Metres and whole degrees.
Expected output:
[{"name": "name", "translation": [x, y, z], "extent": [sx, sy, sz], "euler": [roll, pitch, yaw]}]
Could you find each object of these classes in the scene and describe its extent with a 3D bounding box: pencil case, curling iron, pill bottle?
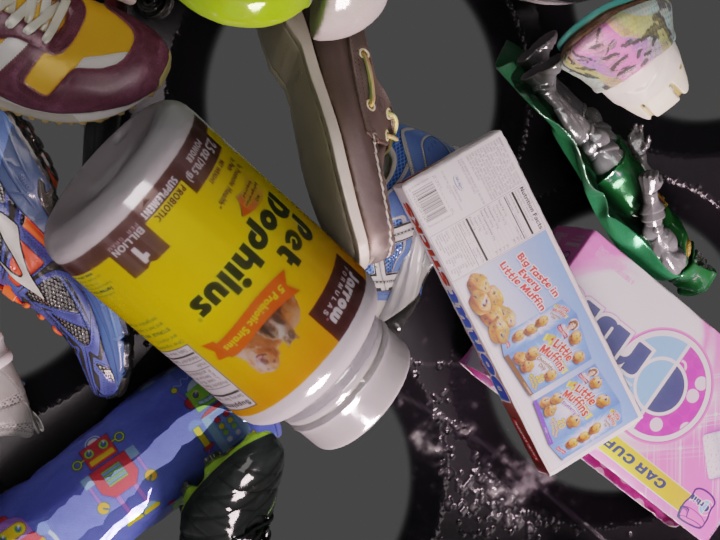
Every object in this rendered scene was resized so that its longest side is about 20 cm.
[{"name": "pencil case", "translation": [-0.143, 0.124, 0.950], "extent": [0.200, 0.087, 0.078], "euler": [-37, 77, -10]}, {"name": "curling iron", "translation": [-0.140, -0.105, 0.920], "extent": [0.026, 0.049, 0.201], "euler": [37, 58, -53]}, {"name": "pill bottle", "translation": [-0.067, 0.009, 0.870], "extent": [0.200, 0.109, 0.109], "euler": [42, 84, -21]}]

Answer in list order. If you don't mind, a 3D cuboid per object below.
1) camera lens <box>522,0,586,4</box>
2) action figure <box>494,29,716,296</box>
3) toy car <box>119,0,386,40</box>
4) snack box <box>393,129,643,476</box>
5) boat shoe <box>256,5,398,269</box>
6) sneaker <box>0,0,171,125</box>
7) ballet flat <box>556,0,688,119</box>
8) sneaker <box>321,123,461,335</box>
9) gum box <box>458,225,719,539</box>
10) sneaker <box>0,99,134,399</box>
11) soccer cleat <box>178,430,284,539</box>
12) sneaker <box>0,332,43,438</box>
[{"name": "camera lens", "translation": [0.131, -0.239, 0.923], "extent": [0.159, 0.200, 0.161], "euler": [-1, 95, -14]}, {"name": "action figure", "translation": [0.165, -0.058, 1.007], "extent": [0.055, 0.118, 0.200], "euler": [-32, 114, 17]}, {"name": "toy car", "translation": [-0.058, -0.232, 0.876], "extent": [0.174, 0.150, 0.201], "euler": [11, 54, -11]}, {"name": "snack box", "translation": [0.097, 0.020, 0.961], "extent": [0.072, 0.024, 0.201], "euler": [-29, 99, -13]}, {"name": "boat shoe", "translation": [-0.010, -0.096, 0.943], "extent": [0.059, 0.072, 0.201], "euler": [-11, 70, -20]}, {"name": "sneaker", "translation": [-0.202, -0.142, 0.869], "extent": [0.199, 0.090, 0.075], "euler": [12, 58, 5]}, {"name": "ballet flat", "translation": [0.164, -0.127, 0.949], "extent": [0.069, 0.200, 0.071], "euler": [-30, 92, 16]}, {"name": "sneaker", "translation": [0.000, 0.000, 0.984], "extent": [0.077, 0.076, 0.200], "euler": [33, 77, -9]}, {"name": "gum box", "translation": [0.180, 0.076, 1.034], "extent": [0.200, 0.066, 0.114], "euler": [38, 84, -14]}, {"name": "sneaker", "translation": [-0.196, -0.010, 0.935], "extent": [0.078, 0.075, 0.201], "euler": [-30, 94, -1]}, {"name": "soccer cleat", "translation": [-0.077, 0.175, 0.931], "extent": [0.081, 0.200, 0.067], "euler": [42, 39, 22]}, {"name": "sneaker", "translation": [-0.275, 0.118, 0.916], "extent": [0.200, 0.075, 0.082], "euler": [-35, 101, -10]}]
